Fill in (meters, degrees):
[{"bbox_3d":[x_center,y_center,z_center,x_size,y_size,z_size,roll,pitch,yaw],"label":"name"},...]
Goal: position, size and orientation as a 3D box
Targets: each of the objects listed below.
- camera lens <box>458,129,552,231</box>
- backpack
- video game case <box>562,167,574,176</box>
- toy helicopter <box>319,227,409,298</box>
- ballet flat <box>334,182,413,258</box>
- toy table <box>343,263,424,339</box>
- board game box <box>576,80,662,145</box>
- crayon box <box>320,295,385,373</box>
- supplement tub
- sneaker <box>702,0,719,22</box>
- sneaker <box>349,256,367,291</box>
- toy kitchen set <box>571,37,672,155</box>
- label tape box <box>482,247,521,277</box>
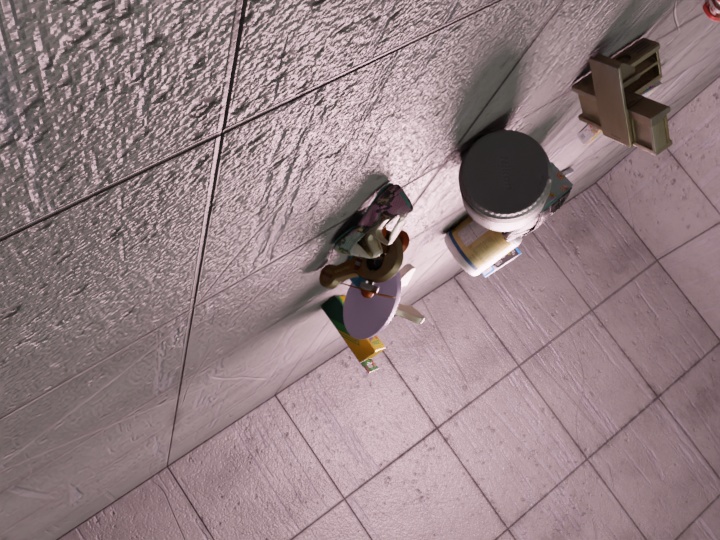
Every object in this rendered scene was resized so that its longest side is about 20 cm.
[{"bbox_3d":[0.257,-0.157,1.363,0.160,0.160,0.200,-36,171,6],"label":"camera lens"},{"bbox_3d":[0.398,-0.177,1.811,0.176,0.153,0.200,-36,-179,-13],"label":"backpack"},{"bbox_3d":[0.608,-0.267,2.572,0.200,0.022,0.182,-25,167,-45],"label":"video game case"},{"bbox_3d":[0.000,0.000,1.389,0.200,0.132,0.079,-21,153,40],"label":"toy helicopter"},{"bbox_3d":[0.021,-0.064,1.253,0.069,0.071,0.200,-29,169,-41],"label":"ballet flat"},{"bbox_3d":[0.054,0.066,1.776,0.117,0.184,0.200,-6,141,-54],"label":"toy table"},{"bbox_3d":[0.662,-0.411,1.962,0.134,0.034,0.200,-31,170,-31],"label":"board game box"},{"bbox_3d":[-0.007,0.154,1.877,0.051,0.200,0.127,-37,172,9],"label":"crayon box"},{"bbox_3d":[0.343,-0.096,2.064,0.200,0.145,0.145,-38,171,17],"label":"supplement tub"},{"bbox_3d":[0.692,-0.513,1.431,0.201,0.067,0.108,-30,167,-48],"label":"sneaker"},{"bbox_3d":[0.027,-0.021,1.537,0.081,0.077,0.200,-42,180,-18],"label":"sneaker"},{"bbox_3d":[0.499,-0.343,1.344,0.180,0.200,0.163,-35,130,-8],"label":"toy kitchen set"},{"bbox_3d":[0.442,-0.084,2.501,0.200,0.143,0.066,-29,170,-34],"label":"label tape box"}]
